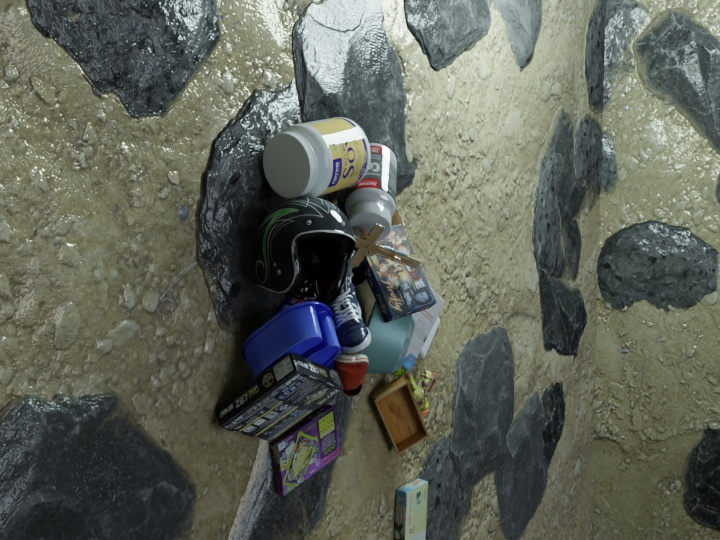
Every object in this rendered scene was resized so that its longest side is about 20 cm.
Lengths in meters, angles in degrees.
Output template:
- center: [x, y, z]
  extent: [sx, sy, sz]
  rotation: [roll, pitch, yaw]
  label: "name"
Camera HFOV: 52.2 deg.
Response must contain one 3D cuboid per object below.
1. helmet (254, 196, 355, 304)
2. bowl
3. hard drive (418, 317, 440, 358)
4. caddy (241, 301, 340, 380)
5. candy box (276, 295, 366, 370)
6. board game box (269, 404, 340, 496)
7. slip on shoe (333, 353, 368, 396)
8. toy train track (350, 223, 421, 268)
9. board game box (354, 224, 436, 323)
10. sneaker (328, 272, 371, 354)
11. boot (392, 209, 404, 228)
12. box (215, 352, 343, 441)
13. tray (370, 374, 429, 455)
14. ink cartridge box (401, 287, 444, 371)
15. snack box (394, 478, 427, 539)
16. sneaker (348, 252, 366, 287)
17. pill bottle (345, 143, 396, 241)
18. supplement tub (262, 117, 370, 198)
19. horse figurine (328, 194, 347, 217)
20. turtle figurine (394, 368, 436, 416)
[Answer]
- center: [-0.108, -0.045, 1.411]
  extent: [0.199, 0.197, 0.195]
  rotation: [15, 90, -54]
  label: "helmet"
- center: [0.060, 0.154, 1.681]
  extent: [0.201, 0.103, 0.204]
  rotation: [20, 90, -90]
  label: "bowl"
- center: [0.149, 0.121, 1.960]
  extent: [0.133, 0.026, 0.201]
  rotation: [-62, 139, -31]
  label: "hard drive"
- center: [-0.135, 0.140, 1.416]
  extent: [0.141, 0.199, 0.106]
  rotation: [33, 25, -53]
  label: "caddy"
- center: [-0.083, 0.115, 1.578]
  extent: [0.170, 0.076, 0.202]
  rotation: [-59, 136, -35]
  label: "candy box"
- center: [-0.117, 0.387, 1.599]
  extent: [0.199, 0.032, 0.123]
  rotation: [-23, 108, -51]
  label: "board game box"
- center: [-0.020, 0.211, 1.501]
  extent: [0.201, 0.072, 0.062]
  rotation: [88, 5, -67]
  label: "slip on shoe"
- center: [0.045, -0.050, 1.580]
  extent: [0.197, 0.115, 0.033]
  rotation: [20, 33, -29]
  label: "toy train track"
- center: [0.074, 0.003, 1.641]
  extent: [0.134, 0.035, 0.203]
  rotation: [-15, 74, -36]
  label: "board game box"
- center: [-0.032, 0.078, 1.463]
  extent: [0.201, 0.069, 0.110]
  rotation: [-107, 178, -65]
  label: "sneaker"
- center: [0.078, -0.043, 1.793]
  extent: [0.147, 0.069, 0.203]
  rotation: [84, -2, -57]
  label: "boot"
- center: [-0.152, 0.246, 1.404]
  extent: [0.161, 0.199, 0.050]
  rotation: [33, 25, -50]
  label: "box"
- center: [0.101, 0.368, 1.867]
  extent: [0.097, 0.037, 0.202]
  rotation: [-28, 122, -10]
  label: "tray"
- center: [0.121, 0.134, 1.845]
  extent: [0.116, 0.066, 0.202]
  rotation: [41, 74, -47]
  label: "ink cartridge box"
- center: [0.137, 0.682, 1.991]
  extent: [0.115, 0.037, 0.205]
  rotation: [-2, 95, -56]
  label: "snack box"
- center: [0.000, 0.000, 1.685]
  extent: [0.199, 0.079, 0.075]
  rotation: [-37, 121, -49]
  label: "sneaker"
- center: [0.023, -0.171, 1.618]
  extent: [0.114, 0.112, 0.203]
  rotation: [52, 32, -44]
  label: "pill bottle"
- center: [-0.086, -0.225, 1.475]
  extent: [0.199, 0.143, 0.149]
  rotation: [-25, 114, -51]
  label: "supplement tub"
- center: [-0.050, -0.085, 1.604]
  extent: [0.133, 0.049, 0.204]
  rotation: [63, 26, -61]
  label: "horse figurine"
- center: [0.137, 0.337, 1.927]
  extent: [0.161, 0.064, 0.202]
  rotation: [46, 69, -38]
  label: "turtle figurine"
